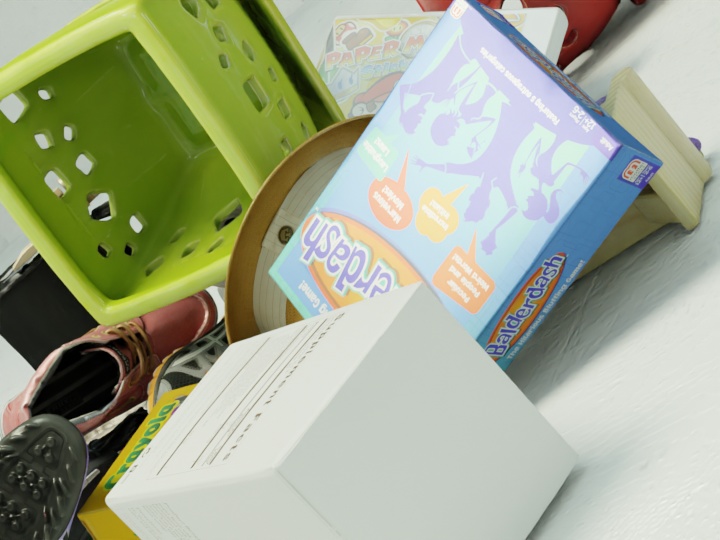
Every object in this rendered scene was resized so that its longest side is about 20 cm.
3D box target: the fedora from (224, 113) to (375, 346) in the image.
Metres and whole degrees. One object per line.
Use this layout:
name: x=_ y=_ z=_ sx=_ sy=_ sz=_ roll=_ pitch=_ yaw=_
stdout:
fedora: x=0.000 y=0.000 z=1.084 sx=0.081 sy=0.201 sz=0.201 roll=27 pitch=64 yaw=36

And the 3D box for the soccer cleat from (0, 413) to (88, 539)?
soccer cleat: x=-0.215 y=0.171 z=1.046 sx=0.201 sy=0.068 sz=0.073 roll=-67 pitch=-14 yaw=19

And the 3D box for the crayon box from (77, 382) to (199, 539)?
crayon box: x=-0.090 y=0.120 z=1.034 sx=0.199 sy=0.051 sz=0.127 roll=-17 pitch=26 yaw=33

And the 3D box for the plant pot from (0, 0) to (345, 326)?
plant pot: x=-0.136 y=-0.110 z=1.178 sx=0.199 sy=0.200 sz=0.182 roll=-21 pitch=23 yaw=34

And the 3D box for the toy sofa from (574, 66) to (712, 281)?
toy sofa: x=0.104 y=-0.032 z=0.975 sx=0.199 sy=0.083 sz=0.098 roll=-34 pitch=17 yaw=31

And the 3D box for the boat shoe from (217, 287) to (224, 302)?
boat shoe: x=-0.042 y=-0.033 z=1.419 sx=0.200 sy=0.069 sz=0.071 roll=-47 pitch=12 yaw=-20

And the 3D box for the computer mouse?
computer mouse: x=-0.231 y=0.172 z=1.197 sx=0.140 sy=0.046 sz=0.200 roll=-34 pitch=16 yaw=28

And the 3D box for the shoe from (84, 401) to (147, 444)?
shoe: x=-0.172 y=0.110 z=1.322 sx=0.198 sy=0.053 sz=0.070 roll=-22 pitch=60 yaw=3

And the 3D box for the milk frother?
milk frother: x=-0.183 y=0.030 z=1.375 sx=0.199 sy=0.188 sz=0.181 roll=-23 pitch=24 yaw=53

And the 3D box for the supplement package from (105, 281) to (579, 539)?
supplement package: x=-0.014 y=0.103 z=0.810 sx=0.120 sy=0.121 sz=0.199 roll=-50 pitch=16 yaw=-28

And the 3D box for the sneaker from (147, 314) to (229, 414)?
sneaker: x=-0.089 y=0.070 z=1.232 sx=0.077 sy=0.078 sz=0.200 roll=-24 pitch=21 yaw=39

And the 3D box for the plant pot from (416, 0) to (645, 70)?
plant pot: x=0.133 y=-0.256 z=1.364 sx=0.182 sy=0.201 sz=0.201 roll=-31 pitch=15 yaw=8

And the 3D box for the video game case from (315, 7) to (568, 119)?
video game case: x=0.041 y=-0.115 z=1.228 sx=0.198 sy=0.023 sz=0.183 roll=3 pitch=61 yaw=32

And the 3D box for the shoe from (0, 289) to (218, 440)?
shoe: x=-0.177 y=0.069 z=1.233 sx=0.199 sy=0.072 sz=0.091 roll=-36 pitch=1 yaw=-26

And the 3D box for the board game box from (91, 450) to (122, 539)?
board game box: x=-0.184 y=0.190 z=1.199 sx=0.153 sy=0.040 sz=0.200 roll=-40 pitch=14 yaw=9

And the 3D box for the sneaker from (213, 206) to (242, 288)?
sneaker: x=-0.049 y=-0.028 z=1.327 sx=0.198 sy=0.074 sz=0.112 roll=-9 pitch=0 yaw=5

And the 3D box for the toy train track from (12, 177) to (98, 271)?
toy train track: x=-0.254 y=-0.055 z=1.362 sx=0.115 sy=0.033 sz=0.200 roll=-43 pitch=13 yaw=-5

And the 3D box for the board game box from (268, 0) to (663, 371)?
board game box: x=0.051 y=-0.027 z=0.908 sx=0.201 sy=0.045 sz=0.152 roll=-55 pitch=51 yaw=17
